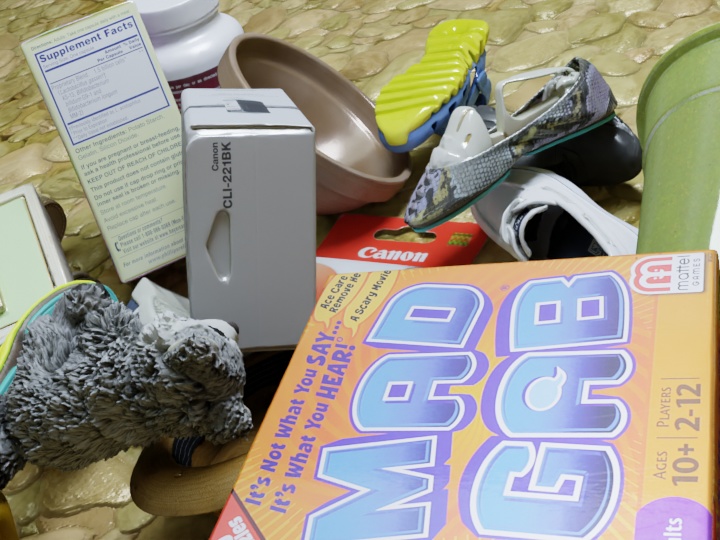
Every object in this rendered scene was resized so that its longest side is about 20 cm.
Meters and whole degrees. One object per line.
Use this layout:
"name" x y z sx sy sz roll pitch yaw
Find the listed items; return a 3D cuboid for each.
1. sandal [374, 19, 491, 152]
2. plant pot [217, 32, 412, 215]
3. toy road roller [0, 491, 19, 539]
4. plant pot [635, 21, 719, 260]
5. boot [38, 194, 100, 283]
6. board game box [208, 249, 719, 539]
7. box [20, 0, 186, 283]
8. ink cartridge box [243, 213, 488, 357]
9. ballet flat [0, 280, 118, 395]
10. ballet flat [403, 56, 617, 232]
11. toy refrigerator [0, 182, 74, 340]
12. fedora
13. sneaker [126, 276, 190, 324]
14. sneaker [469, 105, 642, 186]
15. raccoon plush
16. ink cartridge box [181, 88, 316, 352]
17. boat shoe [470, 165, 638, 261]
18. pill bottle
"sandal" 0.079 -0.162 1.071 0.078 0.088 0.200 6 37 31
"plant pot" -0.057 -0.116 1.025 0.093 0.199 0.202 -49 22 26
"toy road roller" -0.264 0.208 0.656 0.144 0.125 0.200 -16 30 -20
"plant pot" 0.251 -0.021 0.717 0.197 0.201 0.191 5 51 31
"boot" -0.287 0.006 1.009 0.153 0.074 0.201 1 39 28
"board game box" 0.073 0.135 0.526 0.197 0.202 0.201 -3 35 20
"box" -0.199 -0.102 0.958 0.095 0.203 0.176 -23 6 -10
"ink cartridge box" 0.000 0.000 0.905 0.160 0.051 0.201 5 42 31
"ballet flat" -0.233 0.073 0.762 0.066 0.067 0.201 -16 26 25
"ballet flat" 0.107 -0.107 0.877 0.199 0.073 0.072 -32 34 -11
"toy refrigerator" -0.256 0.034 0.877 0.075 0.070 0.202 -22 61 -9
"fedora" -0.050 0.113 0.708 0.198 0.083 0.201 -24 17 8
"sneaker" -0.146 0.065 0.823 0.085 0.074 0.200 -63 14 -1
"sneaker" 0.147 -0.087 0.959 0.198 0.076 0.091 4 47 42
"raccoon plush" -0.147 0.098 0.642 0.133 0.097 0.201 19 69 47
"ink cartridge box" -0.082 -0.043 0.782 0.082 0.147 0.200 -2 16 -9
"boat shoe" 0.141 -0.034 0.850 0.065 0.075 0.199 7 14 -38
"pill bottle" -0.153 -0.177 1.100 0.111 0.202 0.114 -12 33 8
